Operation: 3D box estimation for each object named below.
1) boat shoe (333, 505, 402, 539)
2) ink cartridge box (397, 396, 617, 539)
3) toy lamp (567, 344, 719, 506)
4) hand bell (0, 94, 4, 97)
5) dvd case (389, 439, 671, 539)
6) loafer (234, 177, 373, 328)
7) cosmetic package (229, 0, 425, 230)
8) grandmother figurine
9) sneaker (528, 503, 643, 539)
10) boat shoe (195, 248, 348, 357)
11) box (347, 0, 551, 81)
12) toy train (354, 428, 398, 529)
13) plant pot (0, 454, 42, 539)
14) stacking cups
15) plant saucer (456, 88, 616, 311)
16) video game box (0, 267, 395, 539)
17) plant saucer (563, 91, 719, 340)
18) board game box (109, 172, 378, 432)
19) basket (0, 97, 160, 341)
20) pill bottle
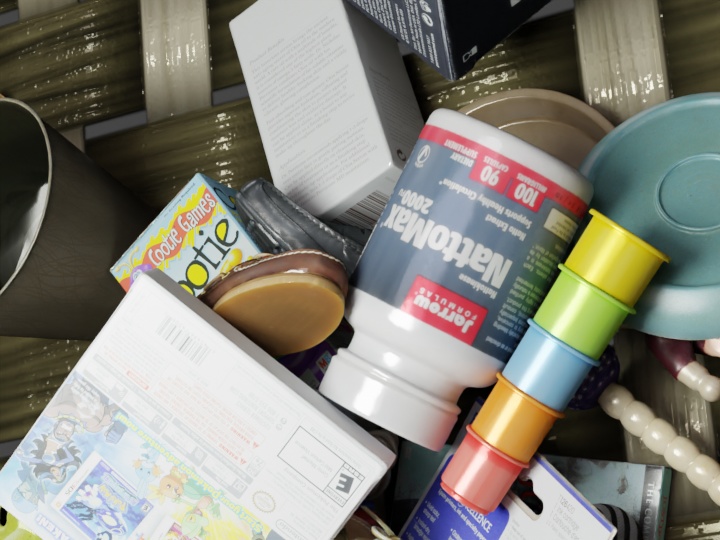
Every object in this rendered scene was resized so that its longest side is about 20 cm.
[{"bbox_3d":[0.033,0.210,1.282,0.063,0.073,0.200,-55,41,13],"label":"boat shoe"},{"bbox_3d":[0.082,0.211,1.310,0.200,0.047,0.198,-58,30,8],"label":"ink cartridge box"},{"bbox_3d":[0.217,0.128,1.311,0.200,0.058,0.058,40,98,23],"label":"toy lamp"},{"bbox_3d":[-0.360,-0.067,1.694,0.104,0.104,0.200,32,82,31],"label":"hand bell"},{"bbox_3d":[0.108,0.195,1.386,0.199,0.022,0.147,4,80,29],"label":"dvd case"},{"bbox_3d":[0.000,0.000,1.407,0.200,0.068,0.070,40,80,0],"label":"loafer"},{"bbox_3d":[-0.019,-0.121,1.489,0.101,0.071,0.201,-33,56,26],"label":"cosmetic package"},{"bbox_3d":[0.233,0.030,1.320,0.199,0.061,0.121,12,39,23],"label":"grandmother figurine"},{"bbox_3d":[0.128,0.251,1.322,0.087,0.074,0.201,-3,70,48],"label":"sneaker"},{"bbox_3d":[-0.073,0.023,1.347,0.200,0.070,0.071,-30,37,48],"label":"boat shoe"},{"bbox_3d":[0.063,-0.273,1.433,0.197,0.118,0.200,-40,58,-16],"label":"box"},{"bbox_3d":[-0.047,0.163,1.394,0.085,0.115,0.201,-6,62,57],"label":"toy train"},{"bbox_3d":[-0.159,0.186,1.445,0.200,0.184,0.201,-8,73,28],"label":"plant pot"},{"bbox_3d":[0.114,0.059,1.276,0.060,0.060,0.200,37,95,31],"label":"stacking cups"},{"bbox_3d":[0.111,-0.029,1.437,0.199,0.029,0.201,-7,75,27],"label":"plant saucer"},{"bbox_3d":[-0.109,0.130,1.298,0.200,0.047,0.182,38,99,4],"label":"video game box"},{"bbox_3d":[0.226,-0.045,1.329,0.199,0.027,0.201,-9,53,12],"label":"plant saucer"},{"bbox_3d":[-0.073,0.042,1.479,0.103,0.105,0.200,-46,60,13],"label":"board game box"},{"bbox_3d":[-0.234,-0.020,1.529,0.136,0.200,0.181,33,95,31],"label":"basket"},{"bbox_3d":[0.057,0.009,1.317,0.119,0.120,0.201,26,89,32],"label":"pill bottle"}]
